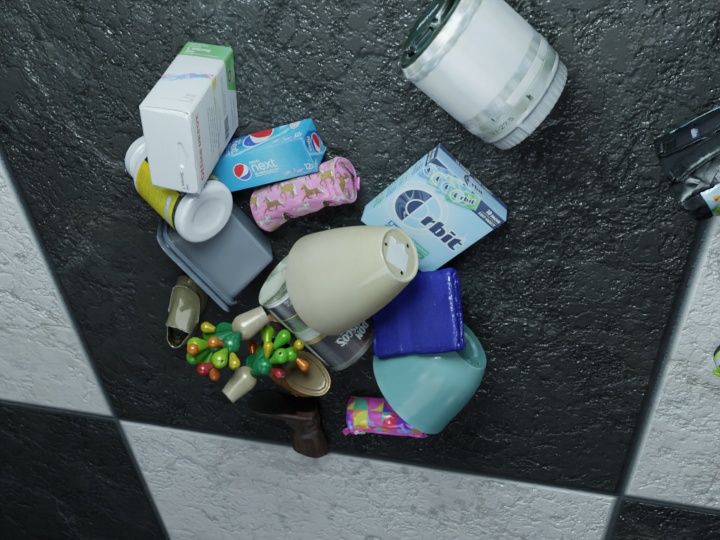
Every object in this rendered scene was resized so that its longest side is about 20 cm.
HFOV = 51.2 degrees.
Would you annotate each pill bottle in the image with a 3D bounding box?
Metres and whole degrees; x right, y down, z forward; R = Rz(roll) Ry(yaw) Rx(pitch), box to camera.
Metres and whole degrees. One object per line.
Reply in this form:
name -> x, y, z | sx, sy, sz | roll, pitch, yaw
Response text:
pill bottle -> -0.318, -0.148, 1.294 | 0.199, 0.111, 0.114 | 39, 142, 28

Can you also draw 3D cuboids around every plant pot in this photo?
plant pot -> 0.000, 0.000, 1.304 | 0.198, 0.190, 0.187 | -20, 125, 44
plant pot -> 0.147, 0.184, 1.458 | 0.199, 0.202, 0.161 | 36, 118, -18

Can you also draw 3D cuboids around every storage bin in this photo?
storage bin -> -0.262, -0.052, 1.412 | 0.133, 0.146, 0.201 | -36, 117, 8

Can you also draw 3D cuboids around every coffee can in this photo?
coffee can -> -0.079, 0.074, 1.449 | 0.145, 0.148, 0.200 | -27, 120, 34

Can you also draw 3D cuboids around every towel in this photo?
towel -> 0.103, 0.078, 1.377 | 0.197, 0.049, 0.152 | -9, 86, 41

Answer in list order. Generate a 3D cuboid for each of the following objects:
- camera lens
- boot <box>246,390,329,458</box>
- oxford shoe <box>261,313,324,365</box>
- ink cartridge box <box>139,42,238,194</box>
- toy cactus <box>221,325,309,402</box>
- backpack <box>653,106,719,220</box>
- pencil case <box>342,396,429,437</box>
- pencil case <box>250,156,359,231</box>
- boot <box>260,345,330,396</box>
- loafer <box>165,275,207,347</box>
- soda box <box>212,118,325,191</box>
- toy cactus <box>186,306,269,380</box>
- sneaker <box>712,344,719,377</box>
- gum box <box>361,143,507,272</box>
camera lens -> 0.167, -0.287, 1.041 | 0.198, 0.162, 0.160 | 34, 132, -16
boot -> -0.173, 0.382, 1.821 | 0.182, 0.065, 0.203 | 6, 137, 14
oxford shoe -> -0.124, 0.170, 1.600 | 0.197, 0.074, 0.072 | 27, 134, -9
ink cartridge box -> -0.263, -0.241, 1.180 | 0.082, 0.202, 0.147 | 10, 134, 6
toy cactus -> -0.186, 0.181, 1.407 | 0.103, 0.165, 0.199 | 52, 162, -22
backpack -> 0.541, -0.168, 1.057 | 0.152, 0.165, 0.200 | 30, 127, -24
pencil case -> 0.061, 0.332, 1.688 | 0.195, 0.089, 0.090 | -2, 131, 17
pencil case -> -0.098, -0.132, 1.314 | 0.196, 0.087, 0.084 | -17, 106, 30
boot -> -0.110, 0.223, 1.528 | 0.198, 0.074, 0.155 | 24, 160, 37
loafer -> -0.375, 0.095, 1.609 | 0.074, 0.068, 0.202 | 17, 134, 0
soda box -> -0.163, -0.195, 1.288 | 0.196, 0.065, 0.069 | -10, 128, 24
toy cactus -> -0.238, 0.131, 1.370 | 0.163, 0.200, 0.104 | -32, 96, -8
sneaker -> 0.737, 0.184, 1.354 | 0.195, 0.084, 0.073 | 2, 133, 15
gum box -> 0.126, -0.099, 1.303 | 0.169, 0.045, 0.199 | 38, 130, -19
